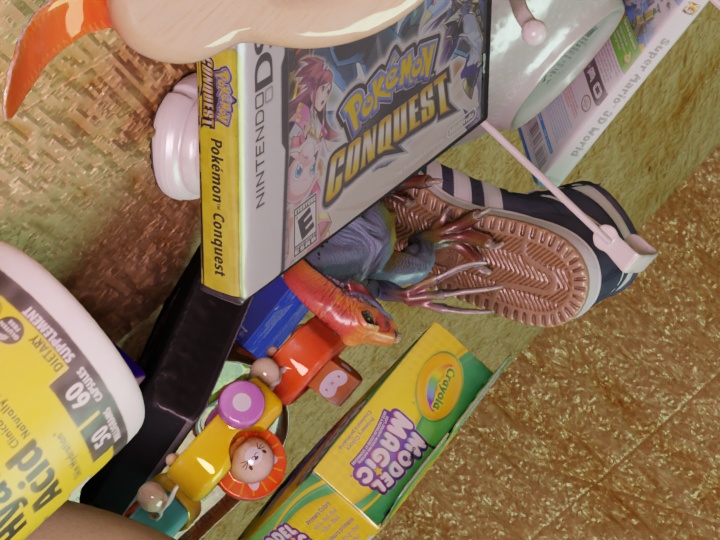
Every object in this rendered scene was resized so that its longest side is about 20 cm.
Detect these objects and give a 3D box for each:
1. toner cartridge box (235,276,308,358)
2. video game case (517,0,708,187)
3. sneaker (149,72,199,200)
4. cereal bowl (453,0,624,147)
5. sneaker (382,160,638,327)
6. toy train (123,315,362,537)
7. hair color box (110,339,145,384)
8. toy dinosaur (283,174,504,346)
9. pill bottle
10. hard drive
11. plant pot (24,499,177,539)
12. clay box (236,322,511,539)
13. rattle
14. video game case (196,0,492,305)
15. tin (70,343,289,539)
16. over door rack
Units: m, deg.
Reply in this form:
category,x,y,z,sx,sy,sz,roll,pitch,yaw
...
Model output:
category,x,y,z,sx,sy,sz,roll,pitch,yaw
toner cartridge box,-0.046,-0.001,1.709,0.200,0.043,0.095,-50,171,26
video game case,0.146,-0.164,1.660,0.018,0.143,0.200,17,129,-28
sneaker,-0.014,-0.076,1.352,0.200,0.080,0.074,-39,134,-49
cereal bowl,0.084,-0.139,1.587,0.200,0.083,0.200,-44,171,-9
sneaker,0.059,-0.029,1.563,0.108,0.200,0.070,-18,129,-57
toy train,-0.066,0.103,1.449,0.200,0.056,0.150,-49,177,9
hair color box,-0.203,0.108,1.400,0.200,0.065,0.109,-50,172,9
toy dinosaur,0.000,0.000,1.426,0.200,0.105,0.181,-33,179,40
pill bottle,-0.195,0.088,1.194,0.200,0.111,0.111,-43,171,-19
hard drive,-0.095,0.045,1.521,0.200,0.033,0.140,127,-13,-65
plant pot,-0.163,0.177,1.287,0.200,0.134,0.200,-49,175,-6
clay box,-0.005,0.104,1.425,0.115,0.048,0.200,-50,180,-37
rattle,-0.061,-0.144,1.061,0.200,0.143,0.130,-32,139,3
video game case,-0.003,-0.106,1.240,0.200,0.025,0.181,-38,138,-44
tin,-0.131,0.121,1.676,0.200,0.042,0.112,-43,134,4
over door rack,0.113,-0.109,1.456,0.148,0.200,0.067,-49,-178,20
